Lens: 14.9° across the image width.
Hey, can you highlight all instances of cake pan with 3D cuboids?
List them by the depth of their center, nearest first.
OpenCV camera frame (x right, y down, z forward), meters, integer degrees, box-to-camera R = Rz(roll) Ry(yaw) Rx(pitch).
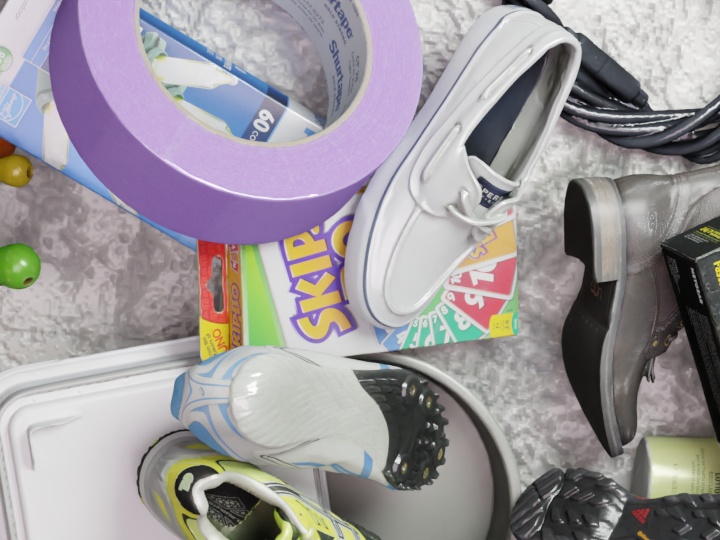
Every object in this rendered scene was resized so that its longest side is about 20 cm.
[{"bbox_3d":[-0.004,0.140,1.657,0.200,0.037,0.200,0,101,-1],"label":"cake pan"}]

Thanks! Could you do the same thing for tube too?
[{"bbox_3d":[0.265,0.128,1.657,0.200,0.052,0.058,4,133,-6],"label":"tube"}]

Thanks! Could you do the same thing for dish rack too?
[{"bbox_3d":[-0.114,0.129,1.592,0.200,0.044,0.172,-10,101,-12],"label":"dish rack"}]

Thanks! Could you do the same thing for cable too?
[{"bbox_3d":[0.166,-0.152,1.595,0.163,0.051,0.200,-16,102,2],"label":"cable"}]

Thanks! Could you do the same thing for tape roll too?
[{"bbox_3d":[-0.069,-0.118,1.533,0.200,0.066,0.200,9,64,-18],"label":"tape roll"}]

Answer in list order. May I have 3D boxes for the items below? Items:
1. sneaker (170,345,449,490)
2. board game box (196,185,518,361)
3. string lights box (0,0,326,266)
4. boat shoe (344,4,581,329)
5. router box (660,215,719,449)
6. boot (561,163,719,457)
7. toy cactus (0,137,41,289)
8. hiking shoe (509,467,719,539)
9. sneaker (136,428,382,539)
[{"bbox_3d":[-0.024,0.081,1.560,0.200,0.072,0.072,18,81,-47],"label":"sneaker"},{"bbox_3d":[0.000,0.000,1.591,0.200,0.030,0.096,-6,100,-25],"label":"board game box"},{"bbox_3d":[-0.125,-0.090,1.596,0.200,0.059,0.103,30,97,-7],"label":"string lights box"},{"bbox_3d":[0.058,-0.054,1.550,0.074,0.065,0.200,22,95,-37],"label":"boat shoe"},{"bbox_3d":[0.270,0.048,1.587,0.149,0.051,0.200,-24,111,-14],"label":"router box"},{"bbox_3d":[0.210,0.011,1.619,0.174,0.069,0.200,-10,121,-13],"label":"boot"},{"bbox_3d":[-0.283,-0.033,1.601,0.200,0.102,0.165,29,118,-9],"label":"toy cactus"},{"bbox_3d":[0.188,0.176,1.607,0.076,0.200,0.101,-56,143,-20],"label":"hiking shoe"},{"bbox_3d":[-0.038,0.165,1.555,0.200,0.076,0.075,31,89,-18],"label":"sneaker"}]
